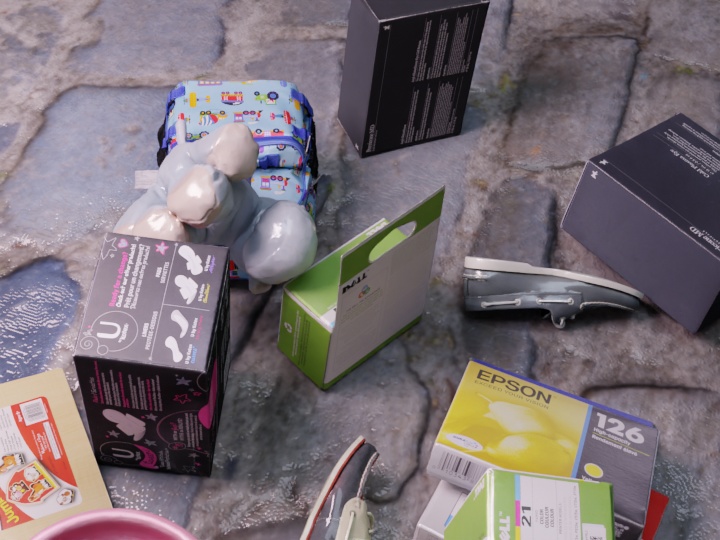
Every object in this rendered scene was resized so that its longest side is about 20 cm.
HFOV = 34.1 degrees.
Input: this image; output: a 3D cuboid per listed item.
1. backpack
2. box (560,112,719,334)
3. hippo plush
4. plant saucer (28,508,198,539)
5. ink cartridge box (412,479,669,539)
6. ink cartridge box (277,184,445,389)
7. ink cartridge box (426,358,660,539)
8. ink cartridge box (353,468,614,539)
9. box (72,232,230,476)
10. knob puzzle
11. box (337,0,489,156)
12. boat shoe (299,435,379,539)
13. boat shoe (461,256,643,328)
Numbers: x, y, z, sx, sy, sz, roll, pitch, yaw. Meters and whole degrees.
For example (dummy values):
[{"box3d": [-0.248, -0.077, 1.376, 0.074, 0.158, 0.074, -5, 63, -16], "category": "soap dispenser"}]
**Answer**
[{"box3d": [-0.132, -0.093, 1.265, 0.181, 0.135, 0.201, 2, 51, -4], "category": "backpack"}, {"box3d": [0.362, -0.058, 1.303, 0.182, 0.104, 0.200, -25, 56, -36], "category": "box"}, {"box3d": [-0.133, -0.037, 1.124, 0.160, 0.161, 0.200, -53, 24, -13], "category": "hippo plush"}, {"box3d": [-0.206, 0.295, 0.961, 0.199, 0.051, 0.201, 5, 50, -6], "category": "plant saucer"}, {"box3d": [0.174, 0.222, 1.084, 0.199, 0.045, 0.176, 25, 51, 14], "category": "ink cartridge box"}, {"box3d": [0.000, 0.000, 1.152, 0.148, 0.201, 0.076, -34, 60, -32], "category": "ink cartridge box"}, {"box3d": [0.181, 0.155, 1.109, 0.197, 0.047, 0.200, 19, 35, 8], "category": "ink cartridge box"}, {"box3d": [0.084, 0.217, 0.932, 0.199, 0.148, 0.076, 9, 58, -6], "category": "ink cartridge box"}, {"box3d": [-0.181, 0.079, 1.051, 0.114, 0.200, 0.133, 7, 55, -2], "category": "box"}, {"box3d": [-0.340, 0.191, 1.054, 0.218, 0.031, 0.220, 4, 49, -5], "category": "knob puzzle"}, {"box3d": [0.057, -0.243, 1.373, 0.141, 0.201, 0.079, -17, 53, -22], "category": "box"}, {"box3d": [-0.022, 0.236, 1.029, 0.062, 0.071, 0.200, 24, 52, 6], "category": "boat shoe"}, {"box3d": [0.204, 0.028, 1.262, 0.199, 0.073, 0.062, 10, 91, -8], "category": "boat shoe"}]
